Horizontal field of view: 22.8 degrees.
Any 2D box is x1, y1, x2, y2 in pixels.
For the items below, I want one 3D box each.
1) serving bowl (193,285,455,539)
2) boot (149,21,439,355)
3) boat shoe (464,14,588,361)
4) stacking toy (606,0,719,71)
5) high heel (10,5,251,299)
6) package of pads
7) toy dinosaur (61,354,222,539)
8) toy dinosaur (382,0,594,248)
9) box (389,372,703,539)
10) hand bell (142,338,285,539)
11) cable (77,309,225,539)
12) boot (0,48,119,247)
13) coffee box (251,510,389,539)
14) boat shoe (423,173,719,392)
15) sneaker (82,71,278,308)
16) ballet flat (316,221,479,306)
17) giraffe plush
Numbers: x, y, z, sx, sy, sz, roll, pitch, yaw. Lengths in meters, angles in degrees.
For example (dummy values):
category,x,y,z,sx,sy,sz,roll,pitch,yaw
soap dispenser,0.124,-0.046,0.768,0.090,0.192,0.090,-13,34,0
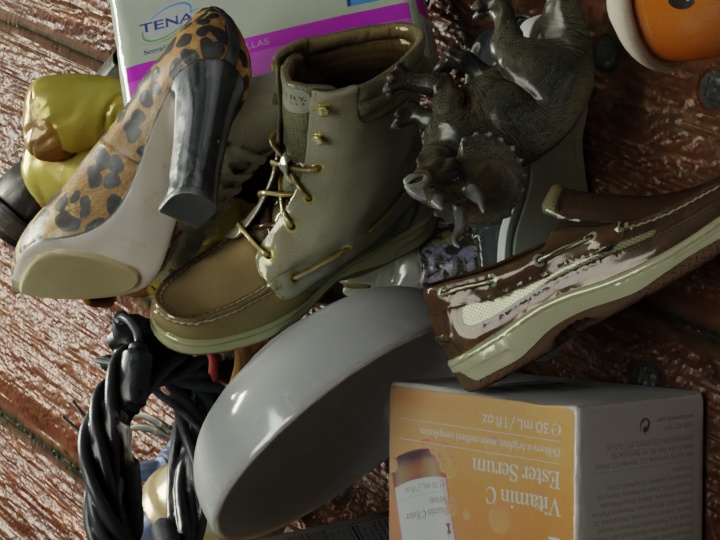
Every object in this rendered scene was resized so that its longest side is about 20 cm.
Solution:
category,x,y,z,sx,sy,sz,roll,pitch,yaw
serving bowl,-0.024,0.074,1.072,0.066,0.200,0.200,51,128,19
boot,-0.042,-0.049,1.031,0.072,0.199,0.155,44,152,36
boat shoe,0.093,-0.047,1.041,0.060,0.075,0.201,-4,76,48
stacking toy,0.229,-0.158,0.856,0.199,0.146,0.147,13,102,31
high heel,-0.136,-0.065,1.051,0.200,0.071,0.143,-26,46,42
package of pads,-0.060,-0.173,1.130,0.199,0.068,0.155,-12,73,8
toy dinosaur,-0.129,0.153,1.330,0.200,0.105,0.182,40,113,-2
toy dinosaur,0.079,-0.092,0.976,0.102,0.200,0.077,38,154,19
box,0.102,0.164,1.007,0.152,0.106,0.201,2,92,49
hand bell,-0.080,0.080,1.200,0.104,0.104,0.201,41,128,40
cable,-0.118,0.123,1.086,0.050,0.200,0.164,-4,65,9
boot,-0.210,-0.103,1.380,0.174,0.069,0.200,-50,9,9
coffee box,-0.031,0.216,1.092,0.113,0.199,0.080,-51,58,36
boat shoe,0.122,-0.014,0.946,0.202,0.075,0.075,-31,89,12
sneaker,-0.100,-0.042,1.090,0.200,0.073,0.085,-33,66,24
ballet flat,0.000,0.000,1.150,0.200,0.072,0.073,6,96,49
giraffe plush,-0.132,-0.043,1.217,0.199,0.173,0.163,-22,53,17
